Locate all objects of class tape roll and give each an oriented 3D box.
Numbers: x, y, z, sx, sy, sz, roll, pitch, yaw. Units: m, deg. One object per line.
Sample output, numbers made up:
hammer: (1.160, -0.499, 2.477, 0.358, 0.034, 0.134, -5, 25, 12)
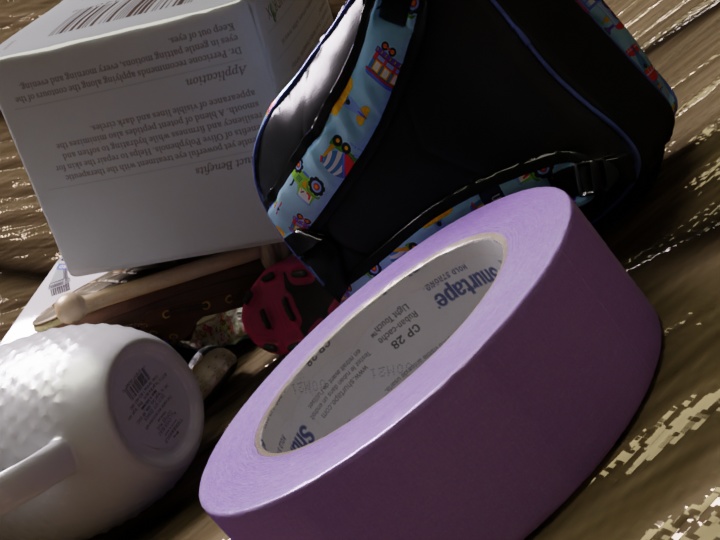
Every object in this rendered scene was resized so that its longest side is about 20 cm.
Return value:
tape roll: (0.026, 0.053, 0.486, 0.200, 0.066, 0.200, -38, 11, 9)

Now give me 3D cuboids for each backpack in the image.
backpack: (0.047, -0.068, 0.622, 0.200, 0.183, 0.134, -46, -3, 37)

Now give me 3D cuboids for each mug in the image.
mug: (-0.210, 0.120, 0.758, 0.174, 0.149, 0.200, -20, 9, 33)

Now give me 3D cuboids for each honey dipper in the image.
honey dipper: (-0.122, -0.001, 0.818, 0.199, 0.038, 0.038, -16, 6, -15)

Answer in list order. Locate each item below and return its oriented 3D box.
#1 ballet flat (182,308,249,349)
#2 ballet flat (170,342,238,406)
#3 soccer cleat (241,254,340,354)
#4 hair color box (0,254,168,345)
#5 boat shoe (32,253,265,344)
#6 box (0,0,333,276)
ballet flat: (-0.116, 0.033, 1.008, 0.199, 0.064, 0.076, -27, 17, 46)
ballet flat: (-0.151, 0.085, 0.942, 0.066, 0.057, 0.200, -45, 13, -21)
soccer cleat: (0.000, 0.000, 0.798, 0.200, 0.070, 0.086, -34, -9, 37)
hair color box: (-0.215, 0.033, 0.961, 0.108, 0.065, 0.201, 2, 44, 21)
boat shoe: (-0.147, 0.025, 0.867, 0.199, 0.068, 0.072, -20, 15, -11)
box: (-0.122, -0.125, 0.832, 0.197, 0.172, 0.200, -9, 26, 16)
